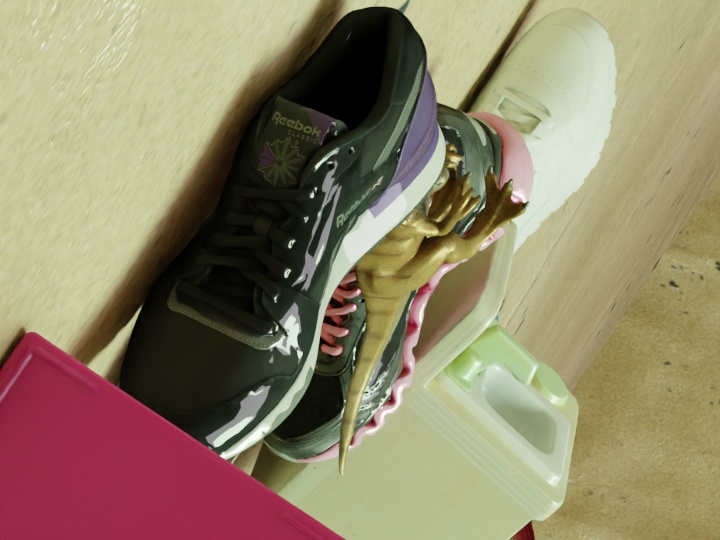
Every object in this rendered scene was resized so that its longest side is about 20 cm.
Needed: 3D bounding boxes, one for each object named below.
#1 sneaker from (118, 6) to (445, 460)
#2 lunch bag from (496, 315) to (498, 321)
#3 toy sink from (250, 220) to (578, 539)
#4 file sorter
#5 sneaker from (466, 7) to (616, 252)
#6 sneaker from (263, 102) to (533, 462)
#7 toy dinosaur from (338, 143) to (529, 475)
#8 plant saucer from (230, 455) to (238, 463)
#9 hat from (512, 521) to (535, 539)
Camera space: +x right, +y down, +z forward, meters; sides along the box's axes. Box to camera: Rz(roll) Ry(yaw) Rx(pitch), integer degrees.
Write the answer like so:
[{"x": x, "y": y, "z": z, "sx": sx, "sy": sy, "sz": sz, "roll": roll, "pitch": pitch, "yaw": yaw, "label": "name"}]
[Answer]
[{"x": -0.037, "y": -0.021, "z": 1.028, "sx": 0.200, "sy": 0.075, "sz": 0.088, "roll": -58, "pitch": 159, "yaw": -30, "label": "sneaker"}, {"x": 0.005, "y": 0.106, "z": 1.646, "sx": 0.200, "sy": 0.075, "sz": 0.160, "roll": -54, "pitch": 173, "yaw": -30, "label": "lunch bag"}, {"x": 0.043, "y": 0.089, "z": 1.423, "sx": 0.200, "sy": 0.112, "sz": 0.130, "roll": -45, "pitch": -169, "yaw": 22, "label": "toy sink"}, {"x": -0.111, "y": 0.152, "z": 0.944, "sx": 0.200, "sy": 0.139, "sz": 0.125, "roll": -56, "pitch": 174, "yaw": -11, "label": "file sorter"}, {"x": 0.076, "y": -0.056, "z": 1.491, "sx": 0.201, "sy": 0.076, "sz": 0.080, "roll": -60, "pitch": 162, "yaw": 8, "label": "sneaker"}, {"x": 0.000, "y": 0.000, "z": 1.308, "sx": 0.201, "sy": 0.079, "sz": 0.095, "roll": -59, "pitch": 149, "yaw": 3, "label": "sneaker"}, {"x": 0.018, "y": -0.005, "z": 1.240, "sx": 0.106, "sy": 0.060, "sz": 0.200, "roll": -36, "pitch": 154, "yaw": -26, "label": "toy dinosaur"}, {"x": -0.066, "y": 0.045, "z": 1.160, "sx": 0.201, "sy": 0.034, "sz": 0.200, "roll": -57, "pitch": 171, "yaw": -14, "label": "plant saucer"}, {"x": 0.160, "y": 0.236, "z": 2.620, "sx": 0.200, "sy": 0.176, "sz": 0.166, "roll": -54, "pitch": 171, "yaw": -24, "label": "hat"}]
